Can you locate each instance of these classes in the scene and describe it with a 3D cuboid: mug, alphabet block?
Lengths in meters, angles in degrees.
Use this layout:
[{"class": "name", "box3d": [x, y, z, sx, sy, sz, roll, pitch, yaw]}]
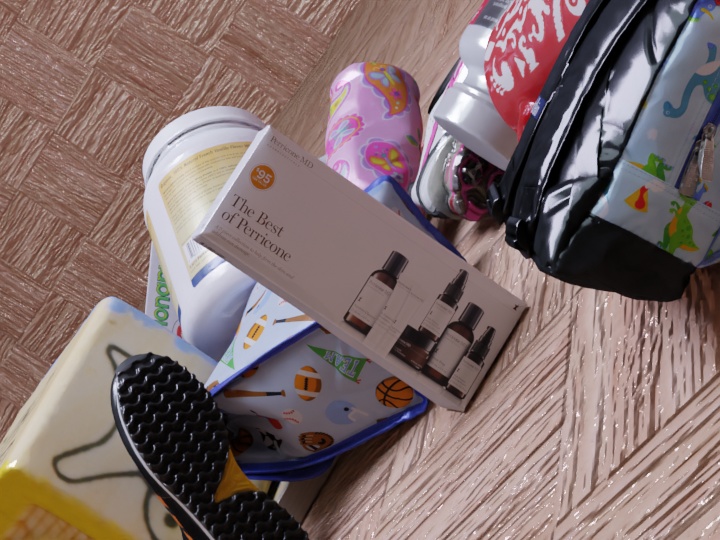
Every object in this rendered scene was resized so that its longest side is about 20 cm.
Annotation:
[{"class": "mug", "box3d": [0.139, -0.142, 0.885, 0.177, 0.134, 0.200, -28, -4, -20]}, {"class": "alphabet block", "box3d": [-0.195, 0.181, 1.177, 0.197, 0.194, 0.201, -50, 11, 38]}]

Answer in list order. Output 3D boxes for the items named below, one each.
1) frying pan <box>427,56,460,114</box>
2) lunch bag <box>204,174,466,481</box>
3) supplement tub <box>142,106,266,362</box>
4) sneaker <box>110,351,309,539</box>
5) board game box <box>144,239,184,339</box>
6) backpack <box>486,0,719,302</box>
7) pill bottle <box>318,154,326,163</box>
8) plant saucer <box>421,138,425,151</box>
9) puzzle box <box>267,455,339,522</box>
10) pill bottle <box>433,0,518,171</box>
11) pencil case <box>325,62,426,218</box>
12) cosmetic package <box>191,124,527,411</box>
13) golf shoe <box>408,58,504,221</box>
[{"class": "frying pan", "box3d": [0.109, -0.200, 1.304, 0.115, 0.031, 0.191, -46, 11, 44]}, {"class": "lunch bag", "box3d": [-0.032, 0.056, 1.099, 0.199, 0.124, 0.171, -30, 22, 31]}, {"class": "supplement tub", "box3d": [-0.105, -0.030, 1.283, 0.145, 0.144, 0.201, -50, 46, 30]}, {"class": "sneaker", "box3d": [-0.116, 0.154, 1.038, 0.070, 0.201, 0.090, -34, -7, -35]}, {"class": "board game box", "box3d": [-0.143, 0.052, 1.433, 0.035, 0.125, 0.202, -77, -4, -62]}, {"class": "backpack", "box3d": [0.158, -0.092, 0.714, 0.163, 0.152, 0.202, -105, 28, -78]}, {"class": "pill bottle", "box3d": [-0.019, -0.054, 1.419, 0.114, 0.113, 0.200, -58, 11, -9]}, {"class": "plant saucer", "box3d": [0.118, -0.148, 1.291, 0.200, 0.037, 0.200, -56, 11, 1]}, {"class": "puzzle box", "box3d": [-0.079, 0.199, 1.182, 0.201, 0.025, 0.133, -59, 11, -12]}, {"class": "pill bottle", "box3d": [0.139, -0.170, 1.057, 0.201, 0.110, 0.111, -56, 11, -1]}, {"class": "pencil case", "box3d": [0.014, -0.083, 1.258, 0.087, 0.087, 0.201, -47, 34, 41]}, {"class": "cosmetic package", "box3d": [0.000, 0.000, 0.939, 0.083, 0.199, 0.051, -58, 10, -10]}, {"class": "golf shoe", "box3d": [0.091, -0.136, 1.157, 0.092, 0.072, 0.202, 9, 74, 54]}]
